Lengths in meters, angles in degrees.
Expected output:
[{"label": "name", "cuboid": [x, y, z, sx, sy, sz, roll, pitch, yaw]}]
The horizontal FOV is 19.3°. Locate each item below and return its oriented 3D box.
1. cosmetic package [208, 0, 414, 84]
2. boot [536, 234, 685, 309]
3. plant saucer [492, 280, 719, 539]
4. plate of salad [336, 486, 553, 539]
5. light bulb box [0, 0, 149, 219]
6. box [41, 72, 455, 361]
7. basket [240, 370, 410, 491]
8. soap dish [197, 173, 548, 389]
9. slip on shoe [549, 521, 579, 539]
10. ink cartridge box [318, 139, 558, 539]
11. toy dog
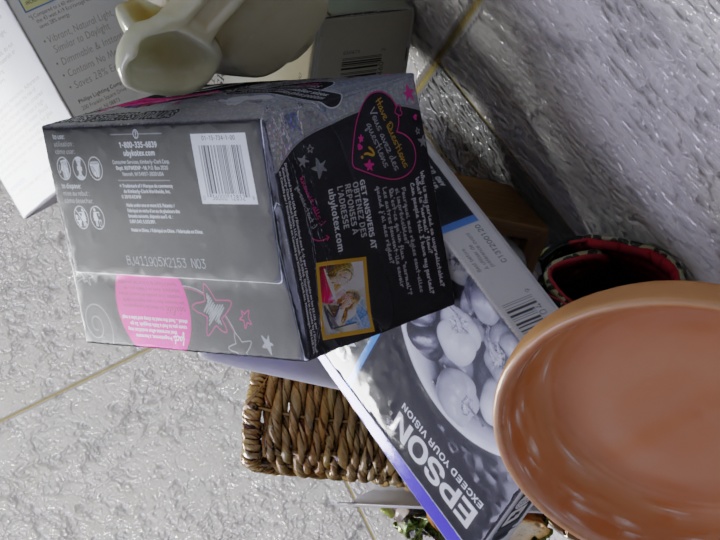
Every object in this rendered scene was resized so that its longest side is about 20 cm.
[{"label": "cosmetic package", "cuboid": [-0.052, -0.153, 1.319, 0.200, 0.073, 0.104, 41, 131, 46]}, {"label": "boot", "cuboid": [0.101, 0.034, 1.211, 0.202, 0.074, 0.154, 10, 148, 20]}, {"label": "plant saucer", "cuboid": [0.164, 0.074, 1.033, 0.199, 0.038, 0.201, 10, 137, 9]}, {"label": "plate of salad", "cuboid": [0.081, 0.184, 1.558, 0.200, 0.198, 0.048, 137, 135, -81]}, {"label": "light bulb box", "cuboid": [-0.184, -0.176, 1.451, 0.125, 0.198, 0.201, -29, 91, 51]}, {"label": "box", "cuboid": [-0.062, -0.033, 1.148, 0.199, 0.114, 0.133, 2, 106, 48]}, {"label": "basket", "cuboid": [-0.007, 0.045, 1.469, 0.143, 0.148, 0.202, 169, 108, -82]}, {"label": "soap dish", "cuboid": [0.000, 0.000, 1.327, 0.082, 0.198, 0.158, -89, 13, -48]}, {"label": "slip on shoe", "cuboid": [0.154, 0.155, 1.671, 0.060, 0.077, 0.199, -2, -159, -42]}, {"label": "ink cartridge box", "cuboid": [0.036, 0.055, 1.192, 0.199, 0.043, 0.200, 53, 141, 23]}, {"label": "toy dog", "cuboid": [-0.106, -0.208, 1.159, 0.200, 0.140, 0.194, 48, -161, 22]}]
